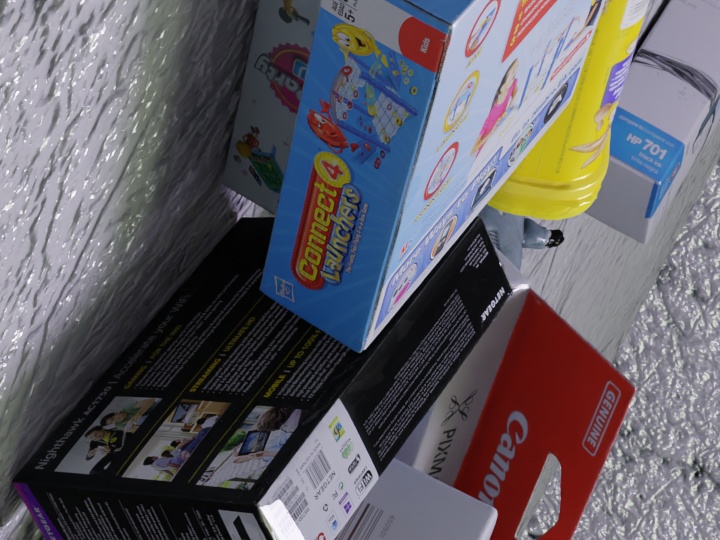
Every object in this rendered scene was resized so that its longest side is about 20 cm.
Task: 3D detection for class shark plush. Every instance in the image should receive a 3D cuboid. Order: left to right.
[{"bbox_3d":[0.102,-0.029,1.571,0.200,0.083,0.091,-44,159,-53],"label":"shark plush"}]

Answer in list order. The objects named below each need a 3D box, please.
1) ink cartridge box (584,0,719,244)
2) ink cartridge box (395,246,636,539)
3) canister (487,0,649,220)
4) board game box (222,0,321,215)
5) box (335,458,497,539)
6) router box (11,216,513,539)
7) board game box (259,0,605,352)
[{"bbox_3d":[0.275,-0.146,2.015,0.200,0.086,0.147,-56,167,-16],"label":"ink cartridge box"},{"bbox_3d":[0.044,0.087,1.169,0.043,0.174,0.201,-9,131,-37],"label":"ink cartridge box"},{"bbox_3d":[0.117,-0.151,1.281,0.200,0.086,0.149,101,-3,-48],"label":"canister"},{"bbox_3d":[0.012,-0.133,1.016,0.148,0.064,0.200,-50,164,-39],"label":"board game box"},{"bbox_3d":[-0.032,0.172,1.128,0.107,0.152,0.200,-59,168,-32],"label":"box"},{"bbox_3d":[-0.042,0.052,1.017,0.200,0.149,0.051,-51,128,-38],"label":"router box"},{"bbox_3d":[0.045,-0.098,0.951,0.200,0.056,0.196,-49,163,-39],"label":"board game box"}]
